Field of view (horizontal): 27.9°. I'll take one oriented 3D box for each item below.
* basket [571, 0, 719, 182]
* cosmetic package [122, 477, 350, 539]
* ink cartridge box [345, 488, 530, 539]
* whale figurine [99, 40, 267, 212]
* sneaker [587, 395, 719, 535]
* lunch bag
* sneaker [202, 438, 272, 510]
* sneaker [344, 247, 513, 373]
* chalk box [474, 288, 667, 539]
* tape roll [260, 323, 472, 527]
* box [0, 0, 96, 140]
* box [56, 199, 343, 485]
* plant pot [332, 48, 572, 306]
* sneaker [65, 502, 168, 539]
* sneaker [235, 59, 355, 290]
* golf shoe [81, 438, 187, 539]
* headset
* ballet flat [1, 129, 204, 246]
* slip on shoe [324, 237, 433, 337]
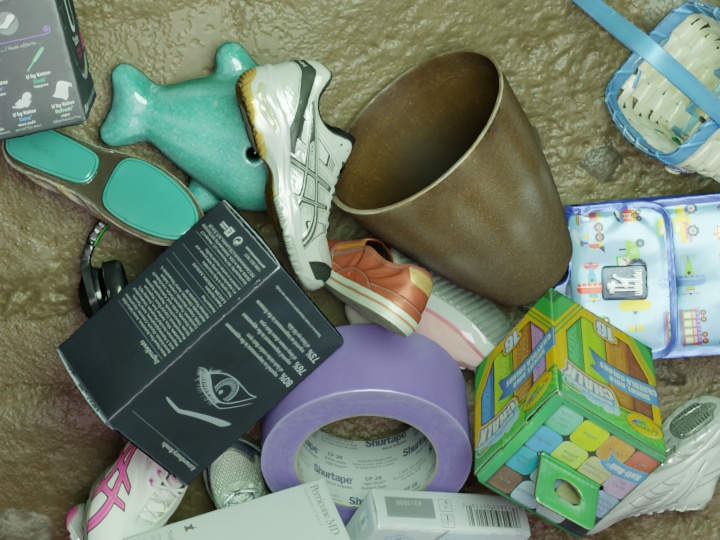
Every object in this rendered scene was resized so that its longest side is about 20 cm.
[{"bbox_3d":[0.283,-0.171,1.291,0.200,0.177,0.139,37,104,-28],"label":"basket"},{"bbox_3d":[-0.106,0.277,1.315,0.199,0.113,0.082,-17,135,-16],"label":"cosmetic package"},{"bbox_3d":[0.053,0.285,1.418,0.159,0.048,0.201,5,139,-21],"label":"ink cartridge box"},{"bbox_3d":[-0.131,-0.123,1.291,0.198,0.104,0.160,14,107,-10],"label":"whale figurine"},{"bbox_3d":[0.309,0.221,1.479,0.199,0.078,0.100,-34,113,5],"label":"sneaker"},{"bbox_3d":[0.281,0.006,1.387,0.198,0.094,0.152,-5,93,1],"label":"lunch bag"},{"bbox_3d":[-0.100,0.259,1.433,0.076,0.085,0.201,-19,109,-1],"label":"sneaker"},{"bbox_3d":[0.069,0.061,1.400,0.200,0.076,0.105,36,119,-27],"label":"sneaker"},{"bbox_3d":[0.183,0.139,1.283,0.124,0.201,0.124,30,121,-16],"label":"chalk box"},{"bbox_3d":[0.005,0.150,1.371,0.198,0.085,0.201,-1,133,-1],"label":"tape roll"},{"bbox_3d":[-0.299,-0.222,1.227,0.105,0.122,0.202,-12,110,-3],"label":"box"},{"bbox_3d":[-0.138,0.066,1.272,0.200,0.104,0.148,-41,142,-3],"label":"box"},{"bbox_3d":[0.102,-0.063,1.317,0.187,0.187,0.200,-40,123,7],"label":"plant pot"},{"bbox_3d":[-0.202,0.282,1.436,0.200,0.081,0.088,39,96,-24],"label":"sneaker"},{"bbox_3d":[-0.040,-0.080,1.226,0.087,0.076,0.202,-17,113,-10],"label":"sneaker"},{"bbox_3d":[-0.199,0.198,1.354,0.072,0.092,0.202,25,75,-34],"label":"golf shoe"},{"bbox_3d":[-0.209,0.032,1.364,0.122,0.094,0.202,15,91,-8],"label":"headset"},{"bbox_3d":[-0.226,-0.075,1.299,0.199,0.067,0.068,30,74,5],"label":"ballet flat"},{"bbox_3d":[0.000,0.000,1.309,0.074,0.200,0.061,41,83,-35],"label":"slip on shoe"}]
